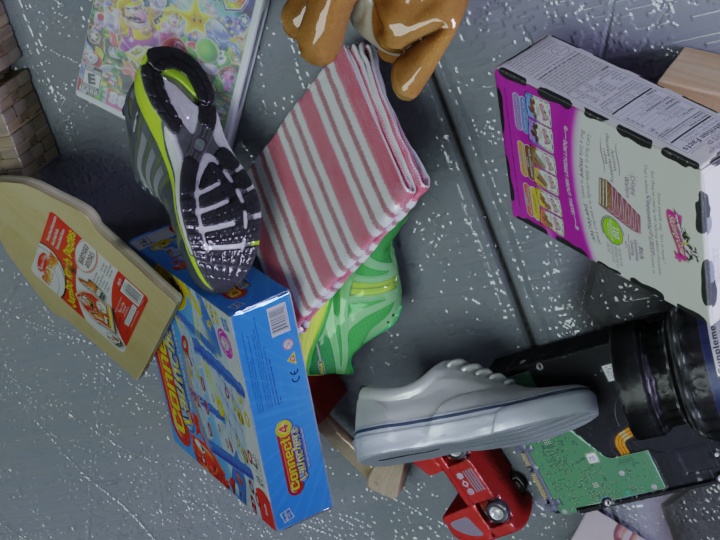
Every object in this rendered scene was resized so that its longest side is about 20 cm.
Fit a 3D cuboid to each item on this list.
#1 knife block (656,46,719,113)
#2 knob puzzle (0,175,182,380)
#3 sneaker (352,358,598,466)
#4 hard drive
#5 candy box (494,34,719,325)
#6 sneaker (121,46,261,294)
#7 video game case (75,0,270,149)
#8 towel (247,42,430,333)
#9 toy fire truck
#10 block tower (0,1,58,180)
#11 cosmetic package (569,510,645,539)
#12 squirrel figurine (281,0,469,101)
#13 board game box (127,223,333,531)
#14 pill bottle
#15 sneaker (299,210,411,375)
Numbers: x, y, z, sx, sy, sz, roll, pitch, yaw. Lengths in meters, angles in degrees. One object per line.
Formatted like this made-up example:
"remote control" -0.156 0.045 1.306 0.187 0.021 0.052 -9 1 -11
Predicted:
"knife block" 0.325 -0.097 1.433 0.175 0.064 0.201 -32 99 36
"knob puzzle" -0.234 -0.013 1.735 0.219 0.030 0.220 32 150 21
"sneaker" 0.085 0.102 1.624 0.198 0.073 0.071 -10 73 15
"hard drive" 0.209 0.112 1.632 0.199 0.038 0.140 -18 108 34
"candy box" 0.188 -0.066 1.463 0.200 0.061 0.137 33 146 40
"sneaker" -0.136 -0.072 1.638 0.081 0.073 0.201 -42 59 53
"video game case" -0.147 -0.195 1.653 0.142 0.018 0.201 27 126 12
"towel" -0.024 -0.061 1.613 0.200 0.030 0.147 -49 51 40
"toy fire truck" 0.038 0.149 1.736 0.140 0.049 0.201 -25 105 36
"block tower" -0.314 -0.166 1.736 0.054 0.058 0.201 -5 113 30
"cosmetic package" 0.238 0.296 1.692 0.199 0.087 0.104 32 129 6
"squirrel figurine" -0.005 -0.245 1.461 0.186 0.142 0.201 29 111 -12
"board game box" -0.107 0.083 1.706 0.196 0.056 0.201 31 137 55
"pill bottle" 0.284 0.058 1.486 0.198 0.112 0.113 -15 111 16
"sneaker" 0.000 0.000 1.667 0.083 0.074 0.201 13 121 -27
